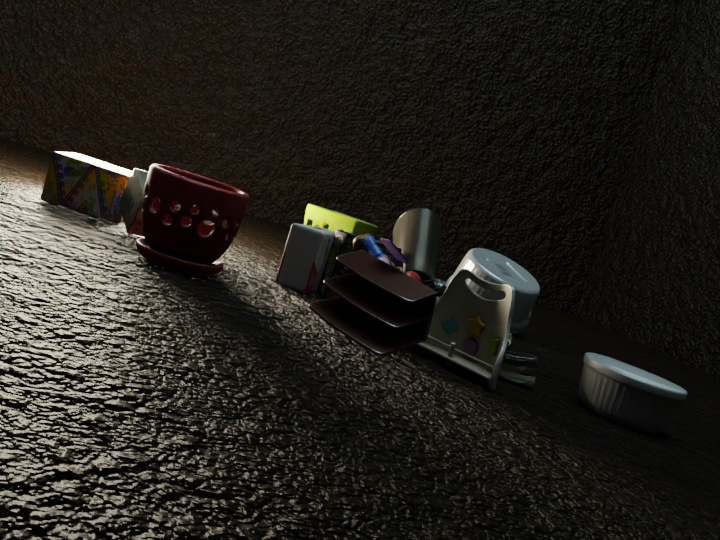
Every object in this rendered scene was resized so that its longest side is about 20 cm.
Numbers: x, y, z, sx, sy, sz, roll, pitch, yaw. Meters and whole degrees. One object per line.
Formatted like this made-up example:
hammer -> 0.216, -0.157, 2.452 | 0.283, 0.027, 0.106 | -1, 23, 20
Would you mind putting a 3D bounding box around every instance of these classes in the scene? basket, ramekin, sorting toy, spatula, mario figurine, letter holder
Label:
basket -> 0.145, -0.034, 1.672 | 0.134, 0.181, 0.202 | 16, 47, -7
ramekin -> 0.299, 0.036, 1.404 | 0.198, 0.099, 0.201 | 22, 24, -10
sorting toy -> 0.209, 0.098, 1.180 | 0.198, 0.183, 0.106 | 23, 8, 38
spatula -> 0.092, 0.021, 1.210 | 0.020, 0.202, 0.056 | -32, 21, -16
mario figurine -> 0.039, 0.011, 1.306 | 0.122, 0.107, 0.200 | 17, 22, -41
letter holder -> 0.016, 0.055, 1.157 | 0.141, 0.102, 0.199 | -13, 33, -44
ramekin -> 0.523, 0.242, 1.244 | 0.199, 0.096, 0.202 | 19, 5, -2

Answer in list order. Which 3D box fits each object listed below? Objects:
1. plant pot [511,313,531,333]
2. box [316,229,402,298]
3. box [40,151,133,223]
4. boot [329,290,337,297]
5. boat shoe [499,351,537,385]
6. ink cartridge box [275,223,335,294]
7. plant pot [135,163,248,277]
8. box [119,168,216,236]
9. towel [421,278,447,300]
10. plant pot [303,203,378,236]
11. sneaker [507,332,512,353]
plant pot -> 0.462, 0.112, 1.992 | 0.185, 0.190, 0.200 | 17, 20, -6
box -> 0.000, 0.000, 1.543 | 0.198, 0.163, 0.044 | 12, 10, -44
box -> -0.677, -0.214, 1.619 | 0.190, 0.124, 0.200 | 18, 6, -14
boot -> 0.045, 0.090, 1.363 | 0.185, 0.070, 0.200 | 4, 12, -20
boat shoe -> 0.258, 0.166, 1.265 | 0.198, 0.066, 0.072 | 20, 8, 26
ink cartridge box -> -0.119, -0.030, 1.527 | 0.083, 0.146, 0.200 | 19, 6, 12
plant pot -> -0.339, -0.095, 1.252 | 0.197, 0.185, 0.200 | 18, 5, -2
box -> -0.465, -0.147, 1.538 | 0.198, 0.110, 0.128 | 14, 30, -40
towel -> 0.207, 0.083, 1.533 | 0.163, 0.087, 0.200 | 16, -13, -18
plant pot -> -0.081, -0.099, 2.108 | 0.197, 0.184, 0.199 | 20, 6, 23
sneaker -> 0.254, 0.153, 1.369 | 0.087, 0.078, 0.200 | 14, -1, -19
